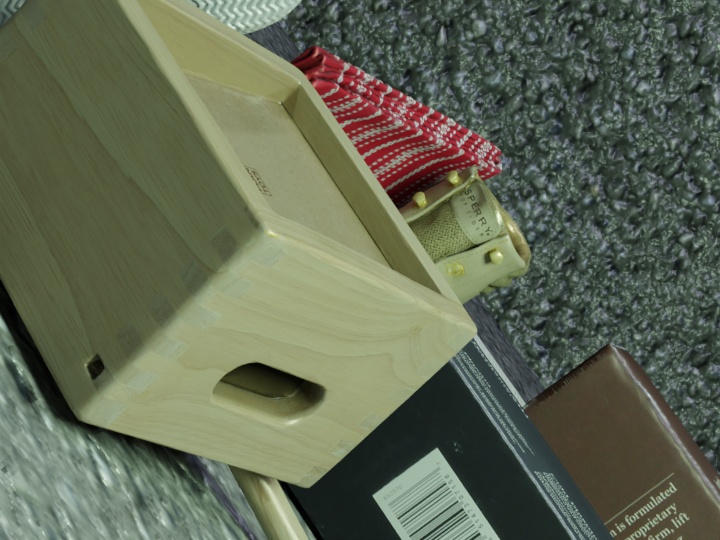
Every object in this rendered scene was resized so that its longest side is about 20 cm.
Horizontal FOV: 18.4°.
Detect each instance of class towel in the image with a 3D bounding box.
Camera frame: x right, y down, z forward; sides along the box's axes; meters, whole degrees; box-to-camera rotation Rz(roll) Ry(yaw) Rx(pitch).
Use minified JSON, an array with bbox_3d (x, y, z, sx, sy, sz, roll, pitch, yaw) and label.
[{"bbox_3d":[-0.026,-0.046,1.146,0.200,0.144,0.023,21,43,-57],"label":"towel"}]

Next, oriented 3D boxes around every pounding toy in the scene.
[{"bbox_3d":[-0.059,0.012,0.884,0.200,0.142,0.185,26,26,-55],"label":"pounding toy"}]

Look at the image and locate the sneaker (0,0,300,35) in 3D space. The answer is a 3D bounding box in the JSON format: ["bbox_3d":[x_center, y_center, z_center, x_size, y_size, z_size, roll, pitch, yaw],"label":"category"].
[{"bbox_3d":[-0.113,-0.139,0.972,0.114,0.198,0.076,-65,155,-73],"label":"sneaker"}]

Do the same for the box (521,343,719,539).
[{"bbox_3d":[0.144,0.171,1.297,0.201,0.165,0.164,55,7,8],"label":"box"}]

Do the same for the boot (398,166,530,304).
[{"bbox_3d":[0.000,0.000,1.139,0.073,0.155,0.200,67,15,19],"label":"boot"}]

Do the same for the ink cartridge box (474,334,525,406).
[{"bbox_3d":[0.083,0.115,1.595,0.201,0.075,0.148,55,5,-1],"label":"ink cartridge box"}]

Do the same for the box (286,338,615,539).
[{"bbox_3d":[0.055,0.130,1.125,0.201,0.104,0.182,55,7,13],"label":"box"}]
